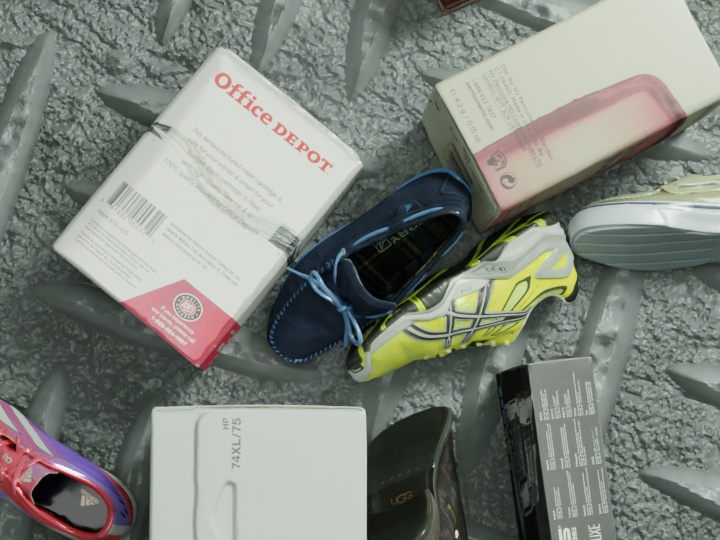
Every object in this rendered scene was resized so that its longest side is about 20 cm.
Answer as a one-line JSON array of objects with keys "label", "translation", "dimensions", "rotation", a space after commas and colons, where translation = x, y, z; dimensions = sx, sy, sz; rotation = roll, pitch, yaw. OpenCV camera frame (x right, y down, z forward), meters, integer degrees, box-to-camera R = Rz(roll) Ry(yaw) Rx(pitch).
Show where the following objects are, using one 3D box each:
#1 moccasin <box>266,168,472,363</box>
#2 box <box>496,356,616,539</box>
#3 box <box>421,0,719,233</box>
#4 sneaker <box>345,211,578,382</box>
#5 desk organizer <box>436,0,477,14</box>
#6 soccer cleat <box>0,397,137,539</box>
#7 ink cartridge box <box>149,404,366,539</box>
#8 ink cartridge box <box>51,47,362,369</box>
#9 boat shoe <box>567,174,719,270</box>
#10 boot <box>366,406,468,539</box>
[{"label": "moccasin", "translation": [0.000, 0.000, 1.124], "dimensions": [0.080, 0.068, 0.200], "rotation": [37, 110, -18]}, {"label": "box", "translation": [0.146, 0.168, 1.099], "dimensions": [0.050, 0.158, 0.201], "rotation": [-7, 85, -3]}, {"label": "box", "translation": [0.160, -0.125, 1.147], "dimensions": [0.200, 0.128, 0.109], "rotation": [-27, 86, -4]}, {"label": "sneaker", "translation": [0.081, 0.035, 1.155], "dimensions": [0.200, 0.075, 0.077], "rotation": [-32, 98, 1]}, {"label": "desk organizer", "translation": [0.060, -0.316, 1.190], "dimensions": [0.072, 0.077, 0.201], "rotation": [-24, 85, -5]}, {"label": "soccer cleat", "translation": [-0.260, 0.145, 1.127], "dimensions": [0.200, 0.073, 0.068], "rotation": [30, 83, 1]}, {"label": "ink cartridge box", "translation": [-0.071, 0.171, 1.068], "dimensions": [0.145, 0.200, 0.147], "rotation": [0, 84, -2]}, {"label": "ink cartridge box", "translation": [-0.114, -0.046, 1.149], "dimensions": [0.145, 0.084, 0.200], "rotation": [39, 85, 2]}, {"label": "boat shoe", "translation": [0.260, -0.043, 1.181], "dimensions": [0.199, 0.072, 0.062], "rotation": [-1, 59, -6]}, {"label": "boot", "translation": [0.066, 0.217, 1.121], "dimensions": [0.069, 0.200, 0.174], "rotation": [-20, 116, 20]}]
